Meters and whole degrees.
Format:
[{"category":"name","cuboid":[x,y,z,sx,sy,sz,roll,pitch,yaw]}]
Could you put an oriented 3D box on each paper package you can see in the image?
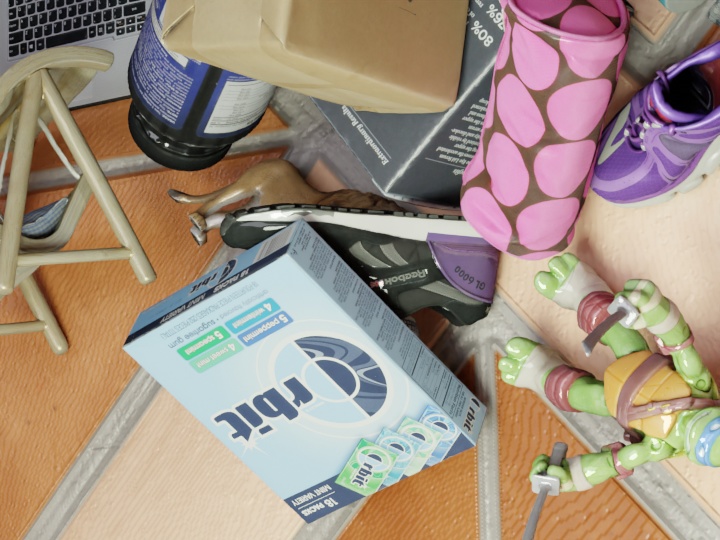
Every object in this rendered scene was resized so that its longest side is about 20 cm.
[{"category":"paper package","cuboid":[-0.019,-0.212,1.483,0.103,0.200,0.191,5,86,38]}]

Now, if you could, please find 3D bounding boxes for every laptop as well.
[{"category":"laptop","cuboid":[-0.270,-0.238,1.865,0.187,0.116,0.200,-8,80,38]}]

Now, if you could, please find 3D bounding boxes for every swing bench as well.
[{"category":"swing bench","cuboid":[-0.272,-0.050,1.796,0.199,0.130,0.200,-36,62,56]}]

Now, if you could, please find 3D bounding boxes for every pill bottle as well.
[{"category":"pill bottle","cuboid":[-0.111,-0.162,1.696,0.112,0.112,0.200,67,151,23]}]

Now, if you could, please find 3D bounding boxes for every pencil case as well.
[{"category":"pencil case","cuboid":[0.116,-0.104,1.502,0.094,0.091,0.200,21,131,12]}]

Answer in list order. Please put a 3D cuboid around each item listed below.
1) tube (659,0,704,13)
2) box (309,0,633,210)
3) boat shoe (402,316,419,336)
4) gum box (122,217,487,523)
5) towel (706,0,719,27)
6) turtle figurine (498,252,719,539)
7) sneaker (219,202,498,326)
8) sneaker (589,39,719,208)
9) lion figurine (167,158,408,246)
[{"category":"tube","cuboid":[0.175,-0.261,1.564,0.200,0.077,0.050,54,160,29]},{"category":"box","cuboid":[0.066,-0.164,1.602,0.200,0.104,0.148,-49,59,23]},{"category":"boat shoe","cuboid":[-0.043,0.079,1.683,0.200,0.072,0.066,-10,74,28]},{"category":"gum box","cuboid":[-0.039,0.075,1.602,0.170,0.200,0.045,-29,24,36]},{"category":"towel","cuboid":[0.342,-0.173,1.441,0.193,0.035,0.200,-51,55,18]},{"category":"turtle figurine","cuboid":[0.145,0.067,1.470,0.194,0.200,0.144,-138,36,-57]},{"category":"sneaker","cuboid":[0.000,0.000,1.591,0.076,0.200,0.088,-171,85,-81]},{"category":"sneaker","cuboid":[0.205,-0.107,1.485,0.200,0.083,0.081,-41,62,48]},{"category":"lion figurine","cuboid":[-0.052,-0.042,1.698,0.122,0.072,0.200,-38,49,-10]}]
